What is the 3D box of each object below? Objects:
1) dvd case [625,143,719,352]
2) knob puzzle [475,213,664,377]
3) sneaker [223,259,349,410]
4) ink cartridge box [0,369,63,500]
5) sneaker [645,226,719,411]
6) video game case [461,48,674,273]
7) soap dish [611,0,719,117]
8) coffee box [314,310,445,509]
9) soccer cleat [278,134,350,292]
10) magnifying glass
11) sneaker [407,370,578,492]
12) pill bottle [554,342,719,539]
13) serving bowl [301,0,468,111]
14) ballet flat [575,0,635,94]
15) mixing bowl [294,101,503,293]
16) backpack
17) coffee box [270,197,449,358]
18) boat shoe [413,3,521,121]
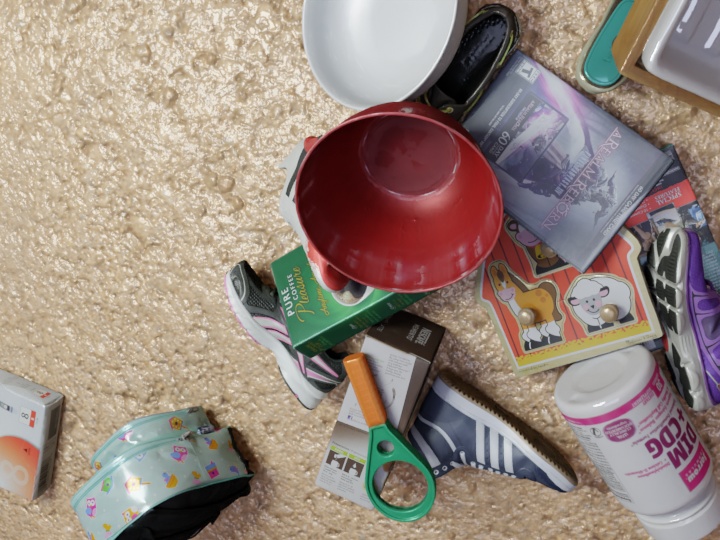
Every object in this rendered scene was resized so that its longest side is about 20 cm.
[{"bbox_3d":[0.307,-0.014,0.826,0.145,0.022,0.202,-25,96,20],"label":"dvd case"},{"bbox_3d":[0.206,0.003,0.828,0.218,0.030,0.222,9,107,31],"label":"knob puzzle"},{"bbox_3d":[-0.083,0.064,0.938,0.086,0.080,0.201,-35,101,8],"label":"sneaker"},{"bbox_3d":[-0.537,0.223,1.113,0.198,0.050,0.164,18,108,7],"label":"ink cartridge box"},{"bbox_3d":[0.352,0.044,0.791,0.083,0.081,0.202,-19,108,3],"label":"sneaker"},{"bbox_3d":[0.198,-0.115,0.798,0.200,0.019,0.143,41,103,17],"label":"video game case"},{"bbox_3d":[0.335,-0.225,0.690,0.198,0.081,0.159,14,112,-24],"label":"soap dish"},{"bbox_3d":[0.024,0.159,0.902,0.079,0.114,0.202,21,110,8],"label":"coffee box"},{"bbox_3d":[-0.052,-0.059,0.852,0.085,0.068,0.202,-27,58,31],"label":"soccer cleat"},{"bbox_3d":[0.026,0.185,0.841,0.079,0.022,0.202,-17,104,16],"label":"magnifying glass"},{"bbox_3d":[0.148,0.219,0.901,0.199,0.070,0.109,36,100,11],"label":"sneaker"},{"bbox_3d":[0.306,0.188,0.826,0.113,0.114,0.201,-30,104,21],"label":"pill bottle"},{"bbox_3d":[0.032,-0.264,0.794,0.198,0.065,0.203,3,95,38],"label":"serving bowl"},{"bbox_3d":[0.276,-0.264,0.745,0.069,0.069,0.201,34,105,4],"label":"ballet flat"},{"bbox_3d":[0.044,-0.089,0.757,0.198,0.109,0.202,6,130,8],"label":"mixing bowl"},{"bbox_3d":[-0.258,0.270,0.967,0.176,0.199,0.154,-41,75,23],"label":"backpack"},{"bbox_3d":[0.000,0.000,0.860,0.199,0.044,0.124,-30,56,12],"label":"coffee box"},{"bbox_3d":[0.091,-0.196,0.815,0.072,0.061,0.202,40,111,4],"label":"boat shoe"}]
